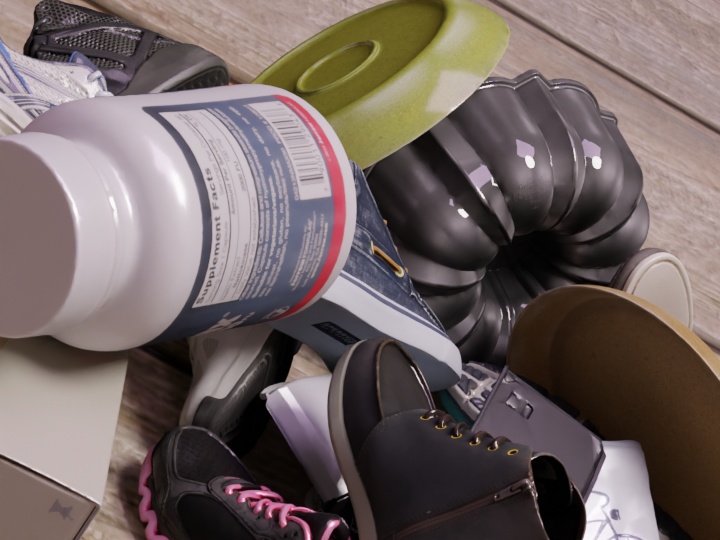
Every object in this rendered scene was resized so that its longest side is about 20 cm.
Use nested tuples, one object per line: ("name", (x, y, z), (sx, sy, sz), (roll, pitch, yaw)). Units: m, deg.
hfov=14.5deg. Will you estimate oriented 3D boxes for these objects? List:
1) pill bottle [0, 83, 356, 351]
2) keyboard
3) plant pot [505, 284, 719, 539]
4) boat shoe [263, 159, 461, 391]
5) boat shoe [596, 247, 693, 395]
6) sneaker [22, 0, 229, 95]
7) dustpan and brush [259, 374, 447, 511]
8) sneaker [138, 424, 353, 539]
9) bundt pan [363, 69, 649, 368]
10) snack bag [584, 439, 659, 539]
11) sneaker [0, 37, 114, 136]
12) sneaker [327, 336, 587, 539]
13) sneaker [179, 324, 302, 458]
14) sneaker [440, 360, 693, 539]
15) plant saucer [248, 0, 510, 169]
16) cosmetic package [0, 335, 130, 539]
("pill bottle", (-0.103, -0.024, 1.336), (0.120, 0.120, 0.200), (49, 30, 21))
("keyboard", (0.047, 0.127, 1.471), (0.127, 0.021, 0.200), (37, 48, -7))
("plant pot", (0.162, 0.094, 1.602), (0.027, 0.200, 0.200), (-31, 68, -33))
("boat shoe", (0.000, 0.000, 1.528), (0.200, 0.070, 0.091), (36, 50, -56))
("boat shoe", (0.157, 0.059, 1.679), (0.067, 0.201, 0.057), (-28, 46, -23))
("sneaker", (-0.180, -0.095, 1.628), (0.114, 0.077, 0.199), (26, 38, 31))
("dustpan and brush", (0.016, 0.106, 1.563), (0.200, 0.057, 0.140), (-28, 87, -53))
("sneaker", (-0.039, 0.142, 1.404), (0.079, 0.096, 0.200), (3, 42, -43))
("bundt pan", (0.085, -0.012, 1.656), (0.201, 0.202, 0.076), (11, 30, -39))
("snack bag", (0.093, 0.169, 1.491), (0.187, 0.021, 0.201), (7, 59, -24))
("sneaker", (-0.153, -0.071, 1.511), (0.200, 0.077, 0.085), (38, 65, -6))
("sneaker", (0.051, 0.094, 1.385), (0.075, 0.106, 0.201), (36, 28, -38))
("sneaker", (-0.093, 0.029, 1.562), (0.115, 0.076, 0.201), (19, 34, 5))
("sneaker", (0.108, 0.137, 1.593), (0.200, 0.080, 0.077), (51, 31, 14))
("plant saucer", (-0.008, -0.107, 1.650), (0.031, 0.199, 0.200), (60, 21, -22))
("cosmetic package", (-0.166, 0.072, 1.355), (0.073, 0.104, 0.200), (29, 28, -14))
